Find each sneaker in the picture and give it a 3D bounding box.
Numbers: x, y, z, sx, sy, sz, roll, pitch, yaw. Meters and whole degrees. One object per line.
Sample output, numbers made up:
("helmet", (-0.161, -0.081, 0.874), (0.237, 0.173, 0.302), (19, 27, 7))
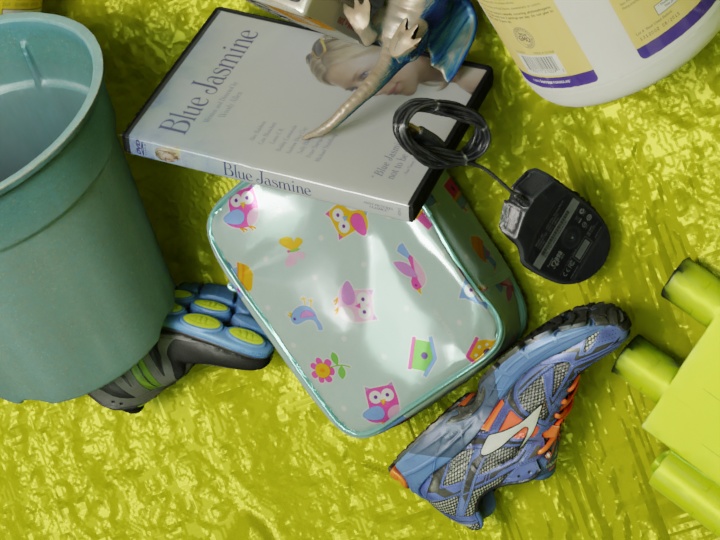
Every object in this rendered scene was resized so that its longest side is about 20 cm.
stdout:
("sneaker", (-0.145, 0.057, 1.575), (0.199, 0.071, 0.083), (-4, 110, 25))
("sneaker", (0.109, 0.093, 1.472), (0.078, 0.075, 0.200), (47, 121, 4))

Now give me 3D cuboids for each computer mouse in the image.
("computer mouse", (0.086, -0.051, 1.410), (0.059, 0.200, 0.034), (-56, 37, -4))

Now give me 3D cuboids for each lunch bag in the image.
("lunch bag", (0.000, 0.000, 1.494), (0.160, 0.077, 0.200), (-37, 83, 24))

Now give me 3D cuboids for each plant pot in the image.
("plant pot", (-0.224, -0.029, 1.483), (0.200, 0.200, 0.196), (-4, 132, 23))

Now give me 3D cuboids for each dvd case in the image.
("dvd case", (-0.032, -0.103, 1.440), (0.200, 0.143, 0.018), (14, 137, 19))

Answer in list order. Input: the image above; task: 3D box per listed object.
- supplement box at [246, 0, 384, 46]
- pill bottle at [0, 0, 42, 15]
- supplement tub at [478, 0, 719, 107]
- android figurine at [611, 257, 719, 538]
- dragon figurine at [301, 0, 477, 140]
("supplement box", (-0.011, -0.251, 1.414), (0.073, 0.126, 0.200), (22, 92, 18))
("pill bottle", (-0.276, -0.179, 1.564), (0.111, 0.111, 0.201), (11, 101, 21))
("supplement tub", (0.120, -0.214, 1.336), (0.145, 0.146, 0.200), (-21, 120, 24))
("android figurine", (0.260, 0.085, 1.418), (0.200, 0.041, 0.182), (38, 110, 15))
("dragon figurine", (0.037, -0.158, 1.427), (0.059, 0.099, 0.200), (20, 86, 24))
